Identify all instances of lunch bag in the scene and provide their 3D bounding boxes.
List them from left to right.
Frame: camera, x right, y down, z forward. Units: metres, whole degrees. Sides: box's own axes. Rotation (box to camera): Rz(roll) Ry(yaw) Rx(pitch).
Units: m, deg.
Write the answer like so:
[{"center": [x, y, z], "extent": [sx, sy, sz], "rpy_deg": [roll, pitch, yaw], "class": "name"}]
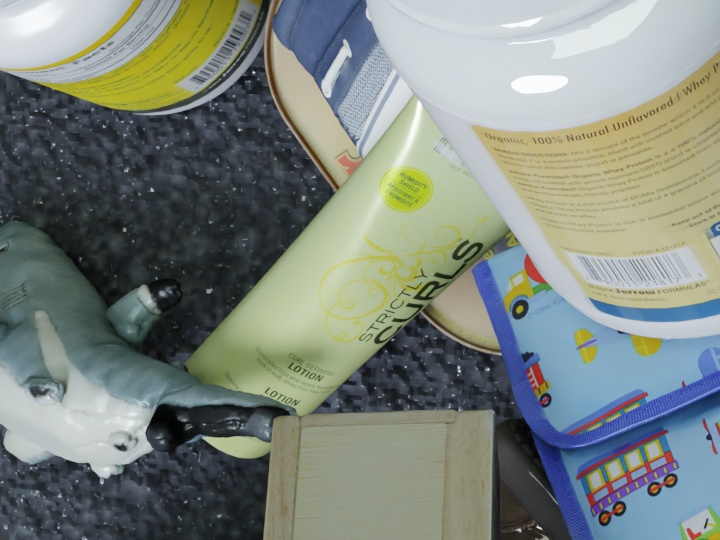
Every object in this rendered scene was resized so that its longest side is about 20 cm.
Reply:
[{"center": [0.138, 0.039, 1.037], "extent": [0.150, 0.094, 0.201], "rpy_deg": [-29, 63, 13], "class": "lunch bag"}]

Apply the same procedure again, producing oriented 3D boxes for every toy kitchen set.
[{"center": [0.055, 0.181, 1.027], "extent": [0.162, 0.201, 0.181], "rpy_deg": [-2, 47, 5], "class": "toy kitchen set"}]

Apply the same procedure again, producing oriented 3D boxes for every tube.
[{"center": [0.000, 0.000, 1.127], "extent": [0.200, 0.058, 0.052], "rpy_deg": [-45, 74, 36], "class": "tube"}]

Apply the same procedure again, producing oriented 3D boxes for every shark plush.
[{"center": [-0.105, 0.029, 1.162], "extent": [0.200, 0.091, 0.084], "rpy_deg": [9, 59, 55], "class": "shark plush"}]

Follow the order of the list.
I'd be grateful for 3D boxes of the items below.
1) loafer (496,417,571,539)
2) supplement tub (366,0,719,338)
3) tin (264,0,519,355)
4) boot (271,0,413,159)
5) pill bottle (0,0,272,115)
[{"center": [0.103, 0.150, 1.117], "extent": [0.071, 0.073, 0.200], "rpy_deg": [-46, 67, 21], "class": "loafer"}, {"center": [0.088, -0.083, 0.961], "extent": [0.144, 0.200, 0.145], "rpy_deg": [-13, 55, 20], "class": "supplement tub"}, {"center": [0.042, -0.055, 1.169], "extent": [0.112, 0.042, 0.201], "rpy_deg": [-37, 74, 8], "class": "tin"}, {"center": [0.031, -0.127, 1.089], "extent": [0.090, 0.073, 0.200], "rpy_deg": [50, 131, 19], "class": "boot"}, {"center": [-0.115, -0.129, 1.143], "extent": [0.112, 0.200, 0.113], "rpy_deg": [-2, 84, 19], "class": "pill bottle"}]
